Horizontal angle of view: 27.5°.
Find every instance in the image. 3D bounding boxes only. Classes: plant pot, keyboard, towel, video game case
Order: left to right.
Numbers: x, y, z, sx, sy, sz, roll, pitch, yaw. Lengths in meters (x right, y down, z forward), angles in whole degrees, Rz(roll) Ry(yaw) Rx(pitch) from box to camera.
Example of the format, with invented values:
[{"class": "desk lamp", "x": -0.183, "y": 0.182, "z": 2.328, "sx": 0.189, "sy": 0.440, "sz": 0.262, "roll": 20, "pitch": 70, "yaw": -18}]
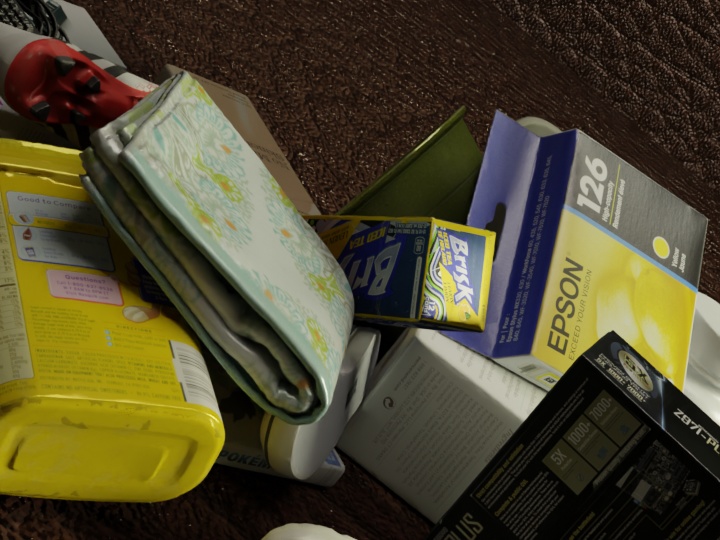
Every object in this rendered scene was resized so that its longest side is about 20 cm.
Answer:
[{"class": "keyboard", "x": -0.290, "y": -0.229, "z": 1.151, "sx": 0.104, "sy": 0.040, "sz": 0.200, "roll": 7, "pitch": 38, "yaw": -54}, {"class": "video game case", "x": -0.116, "y": 0.054, "z": 0.990, "sx": 0.181, "sy": 0.022, "sz": 0.201, "roll": 20, "pitch": 28, "yaw": -42}, {"class": "towel", "x": -0.074, "y": -0.019, "z": 0.873, "sx": 0.201, "sy": 0.048, "sz": 0.171, "roll": 53, "pitch": 18, "yaw": -11}, {"class": "plant pot", "x": 0.070, "y": -0.001, "z": 1.230, "sx": 0.190, "sy": 0.200, "sz": 0.200, "roll": 50, "pitch": 20, "yaw": -2}]

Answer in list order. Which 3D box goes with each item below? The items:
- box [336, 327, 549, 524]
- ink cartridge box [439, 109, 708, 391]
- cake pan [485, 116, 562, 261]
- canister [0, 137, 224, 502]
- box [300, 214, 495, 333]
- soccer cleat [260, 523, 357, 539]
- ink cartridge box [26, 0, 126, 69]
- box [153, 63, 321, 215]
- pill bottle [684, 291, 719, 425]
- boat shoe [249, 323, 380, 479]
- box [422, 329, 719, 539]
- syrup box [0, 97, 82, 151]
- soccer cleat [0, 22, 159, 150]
[{"class": "box", "x": 0.100, "y": 0.124, "z": 1.094, "sx": 0.199, "sy": 0.107, "sz": 0.152, "roll": 38, "pitch": 20, "yaw": 0}, {"class": "ink cartridge box", "x": 0.168, "y": 0.000, "z": 1.103, "sx": 0.199, "sy": 0.047, "sz": 0.199, "roll": 30, "pitch": 60, "yaw": -25}, {"class": "cake pan", "x": 0.158, "y": -0.025, "z": 1.195, "sx": 0.200, "sy": 0.036, "sz": 0.202, "roll": 34, "pitch": 44, "yaw": -41}, {"class": "canister", "x": -0.164, "y": 0.027, "z": 0.828, "sx": 0.147, "sy": 0.087, "sz": 0.201, "roll": 9, "pitch": 39, "yaw": -30}, {"class": "box", "x": 0.000, "y": 0.000, "z": 1.018, "sx": 0.064, "sy": 0.071, "sz": 0.199, "roll": 10, "pitch": -5, "yaw": -39}, {"class": "soccer cleat", "x": 0.007, "y": 0.192, "z": 0.856, "sx": 0.199, "sy": 0.069, "sz": 0.078, "roll": 34, "pitch": 14, "yaw": -33}, {"class": "ink cartridge box", "x": -0.312, "y": -0.228, "z": 1.229, "sx": 0.199, "sy": 0.044, "sz": 0.174, "roll": 12, "pitch": 34, "yaw": -51}, {"class": "box", "x": -0.110, "y": -0.071, "z": 1.182, "sx": 0.094, "sy": 0.078, "sz": 0.201, "roll": 18, "pitch": 27, "yaw": -40}, {"class": "pill bottle", "x": 0.239, "y": 0.122, "z": 1.202, "sx": 0.114, "sy": 0.201, "sz": 0.114, "roll": 33, "pitch": 21, "yaw": -14}, {"class": "boat shoe", "x": -0.041, "y": 0.075, "z": 0.964, "sx": 0.069, "sy": 0.072, "sz": 0.200, "roll": 15, "pitch": 20, "yaw": 10}, {"class": "box", "x": 0.150, "y": 0.171, "z": 0.941, "sx": 0.164, "sy": 0.201, "sz": 0.086, "roll": 42, "pitch": 21, "yaw": 12}, {"class": "syrup box", "x": -0.216, "y": -0.087, "z": 1.036, "sx": 0.199, "sy": 0.079, "sz": 0.082, "roll": 13, "pitch": 32, "yaw": -49}, {"class": "soccer cleat", "x": -0.170, "y": -0.108, "z": 0.962, "sx": 0.085, "sy": 0.069, "sz": 0.199, "roll": 36, "pitch": 6, "yaw": 33}]
